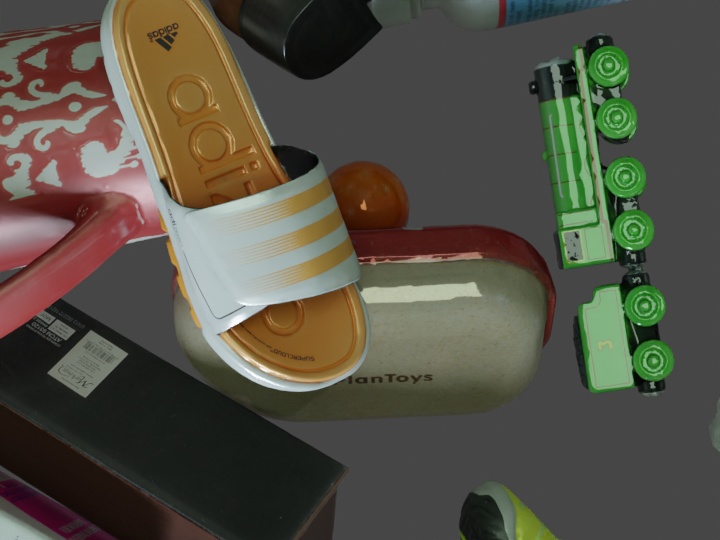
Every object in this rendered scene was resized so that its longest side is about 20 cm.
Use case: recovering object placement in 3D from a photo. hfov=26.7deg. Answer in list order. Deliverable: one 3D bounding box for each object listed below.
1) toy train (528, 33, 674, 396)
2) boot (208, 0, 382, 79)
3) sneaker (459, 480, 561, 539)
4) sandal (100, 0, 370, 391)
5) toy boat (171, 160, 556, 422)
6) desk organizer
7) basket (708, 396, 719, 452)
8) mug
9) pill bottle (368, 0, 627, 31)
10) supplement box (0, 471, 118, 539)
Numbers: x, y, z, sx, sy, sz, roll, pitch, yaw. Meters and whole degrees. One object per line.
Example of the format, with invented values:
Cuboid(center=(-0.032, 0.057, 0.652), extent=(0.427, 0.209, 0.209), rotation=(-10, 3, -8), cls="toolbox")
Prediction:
Cuboid(center=(0.132, -0.029, 0.834), extent=(0.056, 0.042, 0.201), rotation=(-9, 87, 10), cls="toy train")
Cuboid(center=(-0.022, -0.196, 0.756), extent=(0.188, 0.069, 0.200), rotation=(-42, 51, -5), cls="boot")
Cuboid(center=(0.127, 0.189, 0.812), extent=(0.076, 0.075, 0.200), rotation=(-38, 96, -12), cls="sneaker")
Cuboid(center=(-0.056, -0.040, 0.682), extent=(0.079, 0.059, 0.208), rotation=(-29, 95, -24), cls="sandal")
Cuboid(center=(0.000, 0.000, 0.806), extent=(0.199, 0.131, 0.131), rotation=(-2, 57, 0), cls="toy boat")
Cuboid(center=(-0.111, 0.101, 0.807), extent=(0.199, 0.077, 0.072), rotation=(28, 54, 17), cls="desk organizer")
Cuboid(center=(0.317, 0.052, 0.768), extent=(0.197, 0.161, 0.201), rotation=(27, 89, 1), cls="basket")
Cuboid(center=(-0.175, -0.040, 0.770), extent=(0.199, 0.133, 0.179), rotation=(-9, 80, 9), cls="mug")
Cuboid(center=(0.095, -0.189, 0.806), extent=(0.199, 0.109, 0.109), rotation=(-13, 87, 0), cls="pill bottle")
Cuboid(center=(-0.213, 0.158, 0.794), extent=(0.199, 0.101, 0.104), rotation=(28, 87, 1), cls="supplement box")
